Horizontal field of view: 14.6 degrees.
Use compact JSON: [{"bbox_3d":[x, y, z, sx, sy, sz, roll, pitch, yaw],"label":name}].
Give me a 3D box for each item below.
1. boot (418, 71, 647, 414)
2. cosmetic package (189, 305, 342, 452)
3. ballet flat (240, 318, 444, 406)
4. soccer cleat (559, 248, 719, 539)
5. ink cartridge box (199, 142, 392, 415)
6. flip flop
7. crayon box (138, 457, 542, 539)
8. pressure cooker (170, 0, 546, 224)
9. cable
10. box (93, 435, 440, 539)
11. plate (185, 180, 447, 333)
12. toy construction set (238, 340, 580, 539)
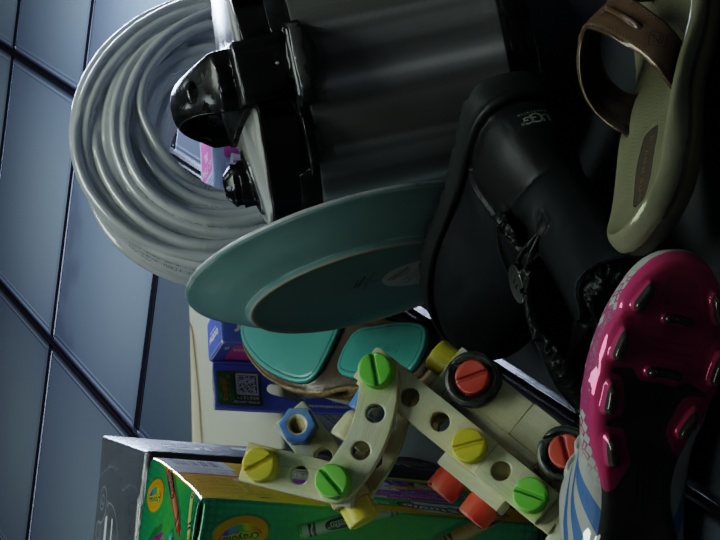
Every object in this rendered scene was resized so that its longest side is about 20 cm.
[{"bbox_3d":[0.095,0.019,1.472,0.200,0.076,0.168,97,158,-44],"label":"boot"},{"bbox_3d":[-0.059,0.109,1.863,0.104,0.073,0.201,41,-140,-57],"label":"cosmetic package"},{"bbox_3d":[0.004,0.057,1.715,0.200,0.072,0.068,5,63,53],"label":"ballet flat"},{"bbox_3d":[0.127,0.084,1.369,0.086,0.070,0.201,-149,65,-70],"label":"soccer cleat"},{"bbox_3d":[-0.041,-0.005,1.832,0.042,0.119,0.201,128,143,-62],"label":"ink cartridge box"},{"bbox_3d":[0.134,-0.097,1.386,0.081,0.057,0.200,123,162,-55],"label":"flip flop"},{"bbox_3d":[-0.012,0.150,1.571,0.119,0.199,0.058,-158,75,-72],"label":"crayon box"},{"bbox_3d":[-0.008,-0.110,1.572,0.179,0.199,0.176,-108,7,-46],"label":"pressure cooker"},{"bbox_3d":[-0.085,-0.084,1.794,0.069,0.199,0.201,99,172,-68],"label":"cable"},{"bbox_3d":[-0.051,0.161,1.688,0.122,0.199,0.106,-178,94,-73],"label":"box"},{"bbox_3d":[0.000,0.000,1.591,0.200,0.200,0.026,129,129,-60],"label":"plate"},{"bbox_3d":[0.049,0.116,1.462,0.131,0.200,0.092,-51,0,-3],"label":"toy construction set"}]
